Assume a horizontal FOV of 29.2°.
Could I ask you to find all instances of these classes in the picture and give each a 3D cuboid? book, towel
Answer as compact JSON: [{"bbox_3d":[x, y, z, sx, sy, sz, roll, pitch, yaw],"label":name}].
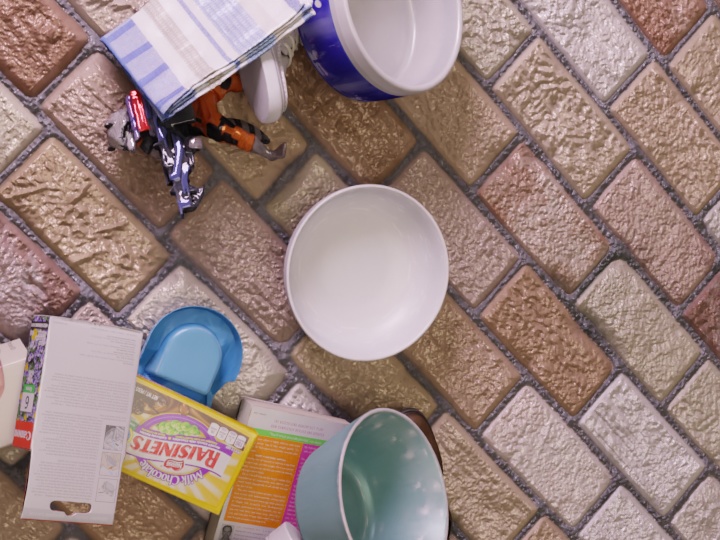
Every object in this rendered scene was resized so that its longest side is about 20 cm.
[{"bbox_3d":[-0.098,0.259,1.600,0.133,0.048,0.202,15,93,-22],"label":"book"},{"bbox_3d":[-0.161,-0.258,1.445,0.199,0.147,0.024,-37,151,-4],"label":"towel"}]

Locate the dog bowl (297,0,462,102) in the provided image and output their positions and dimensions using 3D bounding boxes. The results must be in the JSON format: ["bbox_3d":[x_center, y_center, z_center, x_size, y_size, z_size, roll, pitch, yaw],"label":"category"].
[{"bbox_3d":[0.022,-0.288,1.515,0.199,0.078,0.202,7,80,-46],"label":"dog bowl"}]

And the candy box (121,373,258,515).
[{"bbox_3d":[-0.218,0.181,1.502,0.199,0.026,0.103,28,89,-21],"label":"candy box"}]

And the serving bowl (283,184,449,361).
[{"bbox_3d":[0.000,0.000,1.593,0.198,0.066,0.202,-2,97,-20],"label":"serving bowl"}]

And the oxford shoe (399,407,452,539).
[{"bbox_3d":[0.078,0.263,1.646,0.072,0.084,0.202,-13,100,-17],"label":"oxford shoe"}]

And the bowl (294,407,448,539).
[{"bbox_3d":[0.002,0.263,1.548,0.200,0.104,0.203,26,56,-45],"label":"bowl"}]

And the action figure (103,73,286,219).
[{"bbox_3d":[-0.180,-0.140,1.492,0.192,0.105,0.202,-2,73,-15],"label":"action figure"}]

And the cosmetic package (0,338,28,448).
[{"bbox_3d":[-0.431,0.148,1.431,0.198,0.103,0.088,-18,104,-19],"label":"cosmetic package"}]

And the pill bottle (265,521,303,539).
[{"bbox_3d":[-0.134,0.374,1.532,0.200,0.111,0.112,-40,108,1],"label":"pill bottle"}]

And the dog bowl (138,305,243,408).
[{"bbox_3d":[-0.209,0.133,1.540,0.111,0.050,0.202,24,87,-21],"label":"dog bowl"}]

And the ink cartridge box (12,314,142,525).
[{"bbox_3d":[-0.292,0.153,1.409,0.108,0.050,0.202,13,82,-37],"label":"ink cartridge box"}]

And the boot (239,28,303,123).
[{"bbox_3d":[-0.085,-0.252,1.493,0.095,0.074,0.202,-6,68,-23],"label":"boot"}]
